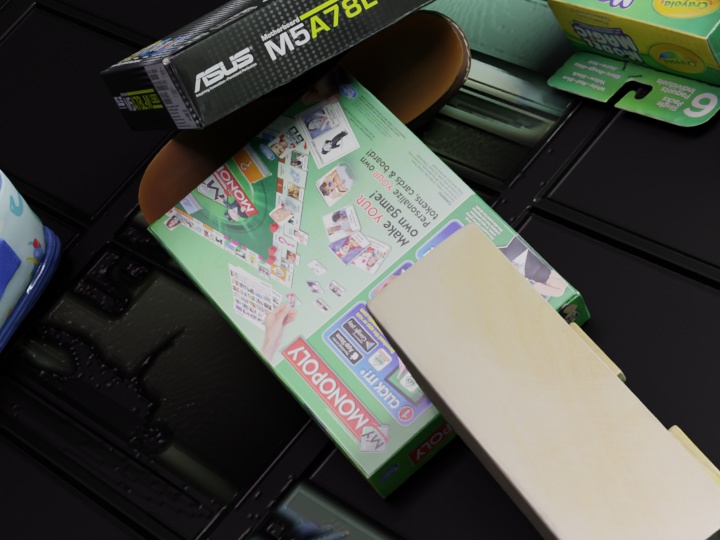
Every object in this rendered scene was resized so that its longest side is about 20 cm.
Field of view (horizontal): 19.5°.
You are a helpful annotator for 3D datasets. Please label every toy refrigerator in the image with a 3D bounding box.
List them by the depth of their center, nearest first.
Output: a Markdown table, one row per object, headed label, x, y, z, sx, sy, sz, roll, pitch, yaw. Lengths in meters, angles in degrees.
| label | x | y | z | sx | sy | sz | roll | pitch | yaw |
| --- | --- | --- | --- | --- | --- | --- | --- | --- | --- |
| toy refrigerator | 0.089 | 0.072 | 0.895 | 0.070 | 0.076 | 0.200 | -37 | 49 | -3 |

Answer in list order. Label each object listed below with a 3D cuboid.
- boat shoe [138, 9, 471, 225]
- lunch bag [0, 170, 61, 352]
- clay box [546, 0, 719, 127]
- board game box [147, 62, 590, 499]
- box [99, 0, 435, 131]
| label | x | y | z | sx | sy | sz | roll | pitch | yaw |
| --- | --- | --- | --- | --- | --- | --- | --- | --- | --- |
| boat shoe | -0.027 | -0.076 | 1.155 | 0.199 | 0.071 | 0.070 | -27 | 4 | 6 |
| lunch bag | -0.274 | 0.030 | 1.205 | 0.160 | 0.083 | 0.201 | 4 | 54 | 38 |
| clay box | 0.186 | -0.169 | 1.101 | 0.115 | 0.048 | 0.200 | 21 | 65 | 45 |
| board game box | 0.000 | 0.000 | 1.045 | 0.134 | 0.029 | 0.200 | -41 | 56 | -4 |
| box | -0.034 | -0.137 | 1.134 | 0.192 | 0.048 | 0.200 | -32 | 12 | -12 |
